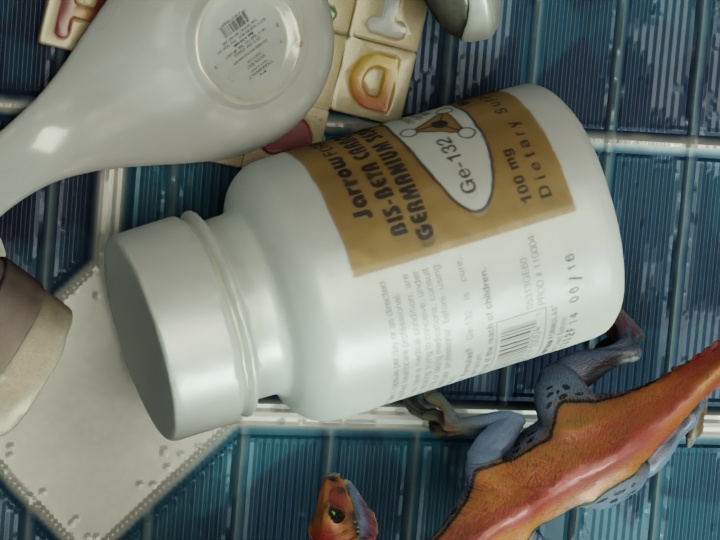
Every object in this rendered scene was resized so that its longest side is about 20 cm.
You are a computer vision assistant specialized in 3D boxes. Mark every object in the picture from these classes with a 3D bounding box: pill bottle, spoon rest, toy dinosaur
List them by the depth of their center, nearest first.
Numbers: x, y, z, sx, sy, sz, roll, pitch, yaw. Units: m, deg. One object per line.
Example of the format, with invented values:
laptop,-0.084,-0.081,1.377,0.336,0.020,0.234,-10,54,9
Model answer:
spoon rest,-0.095,-0.072,1.179,0.200,0.061,0.100,-35,109,-24
pill bottle,0.000,0.000,1.190,0.199,0.114,0.115,-17,103,-15
toy dinosaur,0.070,0.076,1.213,0.181,0.200,0.105,-37,93,-42

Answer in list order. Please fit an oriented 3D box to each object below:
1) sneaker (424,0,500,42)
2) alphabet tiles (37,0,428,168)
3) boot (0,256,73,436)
sneaker,-0.003,-0.182,1.190,0.082,0.077,0.201,-22,105,14
alphabet tiles,-0.044,-0.144,1.210,0.166,0.006,0.201,12,94,-20
boot,-0.177,-0.004,1.071,0.146,0.070,0.201,22,107,-18
